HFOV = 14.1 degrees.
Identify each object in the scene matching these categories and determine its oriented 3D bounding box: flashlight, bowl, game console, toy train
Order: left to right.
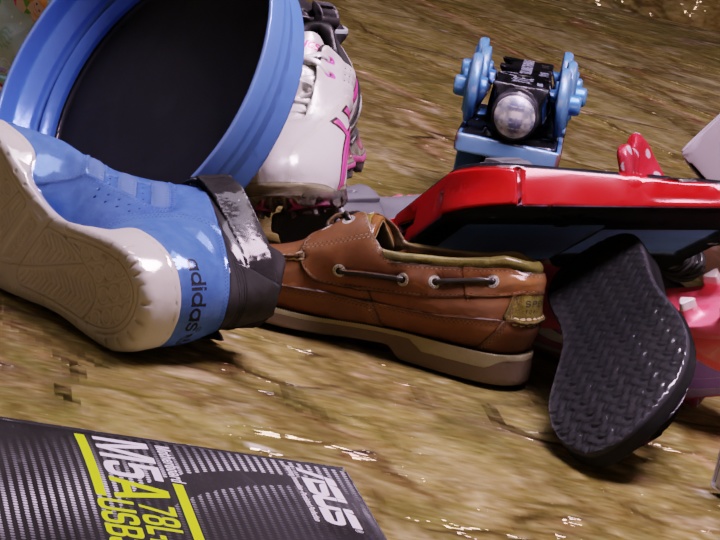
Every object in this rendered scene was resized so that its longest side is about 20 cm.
[{"bbox_3d":[-0.112,-0.095,1.554,0.201,0.201,0.039,26,-7,48],"label":"bowl"},{"bbox_3d":[0.031,-0.030,1.714,0.200,0.068,0.068,-6,56,-47],"label":"flashlight"},{"bbox_3d":[0.101,-0.088,1.934,0.087,0.114,0.200,10,11,3],"label":"toy train"},{"bbox_3d":[0.114,-0.022,1.568,0.177,0.031,0.200,5,-9,-11],"label":"game console"}]

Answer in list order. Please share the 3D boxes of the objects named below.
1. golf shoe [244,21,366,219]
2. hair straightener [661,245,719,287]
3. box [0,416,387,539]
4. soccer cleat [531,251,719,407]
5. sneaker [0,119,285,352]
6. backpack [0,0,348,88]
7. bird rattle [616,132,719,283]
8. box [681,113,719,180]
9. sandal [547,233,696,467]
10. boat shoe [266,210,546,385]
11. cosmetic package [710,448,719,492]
[{"bbox_3d":[-0.040,-0.082,1.594,0.073,0.092,0.200,-1,14,5],"label":"golf shoe"},{"bbox_3d":[0.163,-0.009,1.719,0.041,0.077,0.200,-7,21,-23],"label":"hair straightener"},{"bbox_3d":[-0.081,0.102,0.986,0.193,0.048,0.200,8,13,-13],"label":"box"},{"bbox_3d":[0.147,0.038,1.539,0.200,0.077,0.067,2,29,44],"label":"soccer cleat"},{"bbox_3d":[-0.118,-0.021,1.448,0.111,0.077,0.200,-5,24,-39],"label":"sneaker"},{"bbox_3d":[-0.130,-0.120,1.735,0.200,0.151,0.178,24,15,32],"label":"backpack"},{"bbox_3d":[0.242,-0.026,1.827,0.163,0.113,0.200,44,25,27],"label":"bird rattle"},{"bbox_3d":[0.306,-0.033,1.732,0.200,0.097,0.176,50,21,10],"label":"box"},{"bbox_3d":[0.134,0.044,1.432,0.075,0.048,0.200,-29,21,16],"label":"sandal"},{"bbox_3d":[0.000,0.000,1.509,0.200,0.068,0.072,14,13,10],"label":"boat shoe"},{"bbox_3d":[0.276,0.074,1.372,0.200,0.104,0.073,6,14,-27],"label":"cosmetic package"}]
